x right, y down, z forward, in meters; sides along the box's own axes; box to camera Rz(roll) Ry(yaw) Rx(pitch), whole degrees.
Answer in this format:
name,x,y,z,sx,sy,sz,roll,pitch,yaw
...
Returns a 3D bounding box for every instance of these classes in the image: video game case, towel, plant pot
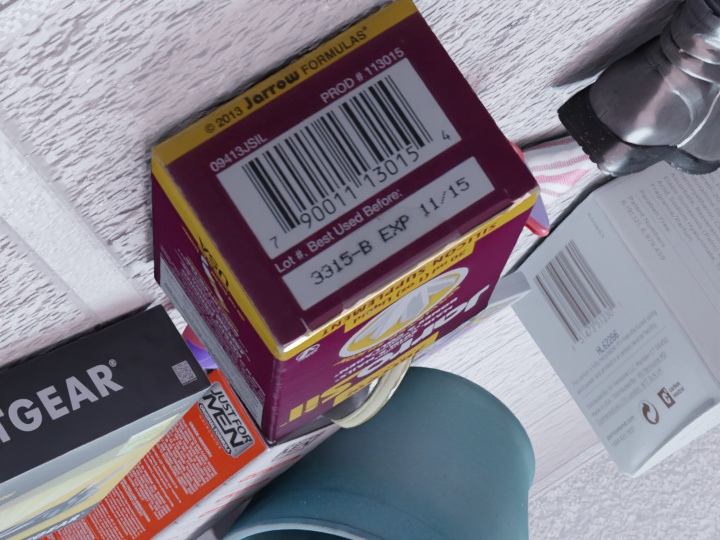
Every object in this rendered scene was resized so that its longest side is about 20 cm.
name,x,y,z,sx,sy,sz,roll,pitch,yaw
video game case,0.010,0.058,1.725,0.143,0.018,0.200,-34,170,36
towel,0.050,-0.011,1.533,0.200,0.030,0.146,-41,167,37
plant pot,0.021,0.170,1.678,0.200,0.200,0.188,-44,-167,45

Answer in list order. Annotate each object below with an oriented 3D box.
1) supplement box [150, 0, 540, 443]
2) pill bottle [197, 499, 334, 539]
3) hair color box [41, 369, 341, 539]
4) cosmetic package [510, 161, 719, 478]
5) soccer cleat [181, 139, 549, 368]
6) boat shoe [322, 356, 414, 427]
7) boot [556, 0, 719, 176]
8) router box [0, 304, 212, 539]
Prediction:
name,x,y,z,sx,sy,sz,roll,pitch,yaw
supplement box,-0.012,-0.015,1.133,0.131,0.103,0.200,-33,170,-10
pill bottle,-0.053,0.167,1.805,0.200,0.112,0.111,-21,164,-46
hair color box,-0.108,0.125,1.593,0.200,0.061,0.101,-38,169,30
cosmetic package,0.242,0.007,1.807,0.199,0.167,0.167,-28,168,-28
soccer cleat,0.000,0.000,1.307,0.200,0.077,0.067,-35,169,6
boat shoe,0.006,0.014,1.424,0.066,0.072,0.201,17,142,-14
boot,0.201,-0.115,1.425,0.132,0.070,0.200,-45,169,28
router box,-0.189,0.104,1.280,0.199,0.052,0.157,-24,166,-40
